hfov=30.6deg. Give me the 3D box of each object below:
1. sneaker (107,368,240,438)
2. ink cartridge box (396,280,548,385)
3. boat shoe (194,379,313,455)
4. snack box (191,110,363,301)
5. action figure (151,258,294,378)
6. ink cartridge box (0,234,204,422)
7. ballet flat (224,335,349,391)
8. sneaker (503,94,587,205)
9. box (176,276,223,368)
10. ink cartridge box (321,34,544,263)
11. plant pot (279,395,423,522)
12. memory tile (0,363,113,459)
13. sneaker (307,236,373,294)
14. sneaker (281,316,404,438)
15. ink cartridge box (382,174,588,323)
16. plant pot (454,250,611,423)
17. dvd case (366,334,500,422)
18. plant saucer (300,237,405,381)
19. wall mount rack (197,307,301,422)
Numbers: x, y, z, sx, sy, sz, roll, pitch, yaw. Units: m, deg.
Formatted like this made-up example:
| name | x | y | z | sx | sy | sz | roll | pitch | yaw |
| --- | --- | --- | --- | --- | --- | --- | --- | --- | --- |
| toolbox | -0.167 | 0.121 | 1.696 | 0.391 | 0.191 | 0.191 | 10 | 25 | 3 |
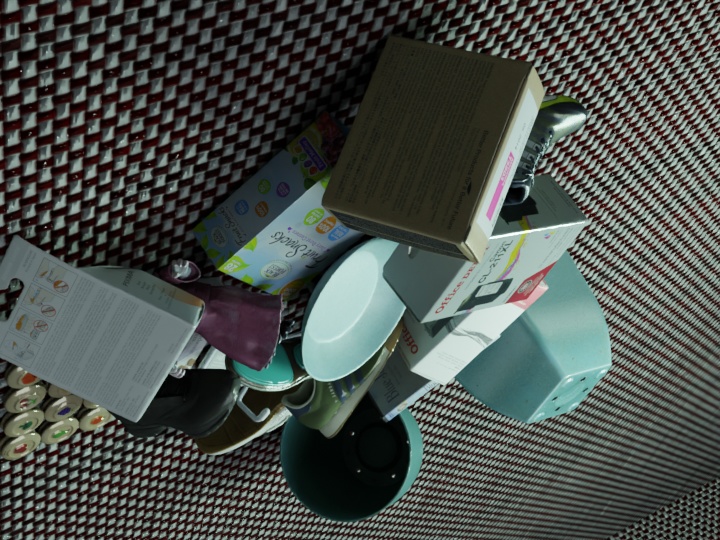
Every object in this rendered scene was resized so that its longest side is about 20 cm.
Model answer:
| name | x | y | z | sx | sy | sz | roll | pitch | yaw |
| --- | --- | --- | --- | --- | --- | --- | --- | --- | --- |
| sneaker | -0.224 | 0.144 | 1.499 | 0.200 | 0.076 | 0.091 | -15 | 140 | 34 |
| ink cartridge box | 0.126 | 0.031 | 1.749 | 0.085 | 0.146 | 0.200 | 24 | 117 | -44 |
| boat shoe | -0.133 | 0.194 | 1.803 | 0.200 | 0.071 | 0.069 | -33 | 152 | -8 |
| snack box | -0.062 | -0.066 | 1.469 | 0.200 | 0.068 | 0.169 | -40 | 154 | 12 |
| action figure | -0.175 | 0.033 | 1.442 | 0.200 | 0.149 | 0.134 | 20 | 112 | -10 |
| ink cartridge box | -0.283 | 0.054 | 1.349 | 0.162 | 0.200 | 0.050 | -55 | -169 | 34 |
| ballet flat | -0.096 | 0.115 | 1.595 | 0.200 | 0.067 | 0.064 | -7 | 162 | -46 |
| sneaker | 0.167 | -0.115 | 1.408 | 0.200 | 0.081 | 0.074 | -33 | 152 | -13 |
| box | -0.216 | 0.089 | 1.571 | 0.039 | 0.041 | 0.200 | -6 | 142 | -44 |
| ink cartridge box | 0.075 | -0.125 | 1.337 | 0.200 | 0.165 | 0.075 | -68 | 156 | -11 |
| plant pot | 0.002 | 0.265 | 1.955 | 0.201 | 0.201 | 0.161 | -41 | 164 | 11 |
| memory tile | -0.346 | 0.146 | 1.538 | 0.153 | 0.017 | 0.200 | -19 | 148 | -31 |
| sneaker | 0.000 | 0.000 | 1.643 | 0.115 | 0.075 | 0.200 | -3 | 140 | -43 |
| sneaker | -0.030 | 0.125 | 1.729 | 0.090 | 0.067 | 0.200 | 28 | 109 | -14 |
| ink cartridge box | 0.144 | -0.026 | 1.523 | 0.200 | 0.083 | 0.146 | -11 | 145 | -44 |
| plant pot | 0.261 | 0.115 | 1.993 | 0.196 | 0.200 | 0.196 | -10 | 144 | -42 |
| dvd case | 0.082 | 0.104 | 1.835 | 0.200 | 0.143 | 0.018 | -38 | 134 | 3 |
| plant saucer | -0.012 | 0.037 | 1.574 | 0.201 | 0.039 | 0.201 | -35 | 143 | -32 |
| wall mount rack | -0.130 | 0.109 | 1.669 | 0.174 | 0.075 | 0.200 | -56 | 151 | 10 |
